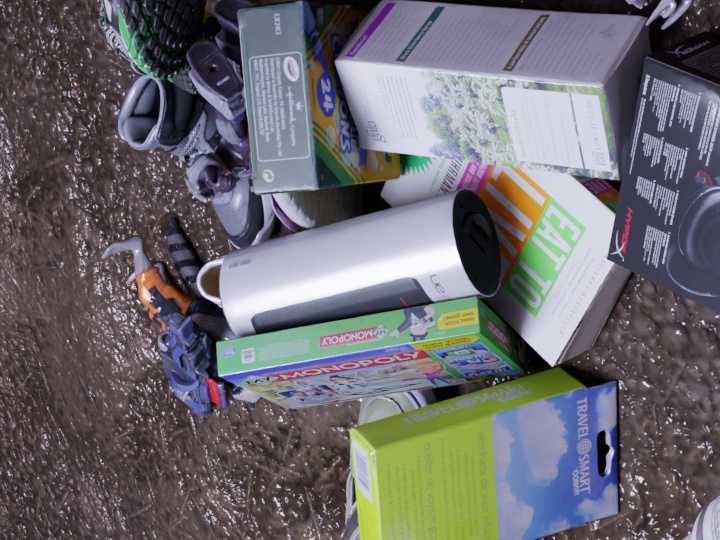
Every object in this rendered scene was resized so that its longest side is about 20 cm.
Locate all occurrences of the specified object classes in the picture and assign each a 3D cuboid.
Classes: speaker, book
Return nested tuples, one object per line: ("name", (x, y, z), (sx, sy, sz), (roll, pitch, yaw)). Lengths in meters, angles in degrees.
("speaker", (0.000, 0.000, 1.112), (0.200, 0.081, 0.081), (-14, 100, 26))
("book", (0.111, -0.047, 1.115), (0.200, 0.048, 0.134), (45, 134, 25))

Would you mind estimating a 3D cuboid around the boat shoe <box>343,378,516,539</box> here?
("boat shoe", (0.056, 0.153, 1.191), (0.074, 0.200, 0.073), (45, -177, -31))

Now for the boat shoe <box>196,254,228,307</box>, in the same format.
("boat shoe", (-0.040, 0.009, 1.215), (0.200, 0.070, 0.071), (3, 90, 28))

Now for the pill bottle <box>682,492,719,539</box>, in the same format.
("pill bottle", (0.287, 0.175, 0.988), (0.114, 0.114, 0.200), (51, 137, 15))

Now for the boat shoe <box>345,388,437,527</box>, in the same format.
("boat shoe", (0.024, 0.159, 1.262), (0.072, 0.062, 0.200), (24, 138, 23))

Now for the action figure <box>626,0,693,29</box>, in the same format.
("action figure", (0.170, -0.237, 0.942), (0.200, 0.069, 0.130), (43, 128, 17))

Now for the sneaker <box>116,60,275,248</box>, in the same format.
("sneaker", (-0.142, -0.101, 1.289), (0.075, 0.114, 0.201), (4, 112, 45))

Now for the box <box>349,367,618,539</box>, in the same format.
("box", (0.095, 0.150, 1.132), (0.048, 0.200, 0.122), (-140, 41, -59))

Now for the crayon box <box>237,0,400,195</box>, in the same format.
("crayon box", (-0.020, -0.124, 1.099), (0.051, 0.200, 0.126), (-3, 95, 20))

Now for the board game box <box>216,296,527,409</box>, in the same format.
("board game box", (0.011, 0.065, 1.135), (0.200, 0.135, 0.029), (-10, 72, 18))

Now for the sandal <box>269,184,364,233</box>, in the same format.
("sandal", (-0.047, -0.063, 1.160), (0.050, 0.203, 0.083), (-7, 71, 19))

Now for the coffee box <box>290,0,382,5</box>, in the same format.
("coffee box", (-0.067, -0.246, 1.133), (0.200, 0.113, 0.080), (16, 107, 39))

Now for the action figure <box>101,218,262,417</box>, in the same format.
("action figure", (-0.147, 0.042, 1.380), (0.193, 0.105, 0.200), (46, 161, 12))

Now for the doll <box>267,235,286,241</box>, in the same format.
("doll", (0.003, 0.044, 1.263), (0.200, 0.048, 0.137), (24, 121, 28))

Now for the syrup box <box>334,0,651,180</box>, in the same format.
("syrup box", (0.091, -0.124, 1.022), (0.200, 0.081, 0.079), (10, 137, 30))

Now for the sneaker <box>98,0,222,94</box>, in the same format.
("sneaker", (-0.161, -0.181, 1.121), (0.085, 0.200, 0.078), (22, 85, 6))

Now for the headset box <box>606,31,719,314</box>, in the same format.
("headset box", (0.263, -0.040, 0.934), (0.200, 0.075, 0.149), (28, 128, 34))

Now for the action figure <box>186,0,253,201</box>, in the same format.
("action figure", (-0.087, -0.115, 1.175), (0.069, 0.130, 0.200), (36, 162, 21))
